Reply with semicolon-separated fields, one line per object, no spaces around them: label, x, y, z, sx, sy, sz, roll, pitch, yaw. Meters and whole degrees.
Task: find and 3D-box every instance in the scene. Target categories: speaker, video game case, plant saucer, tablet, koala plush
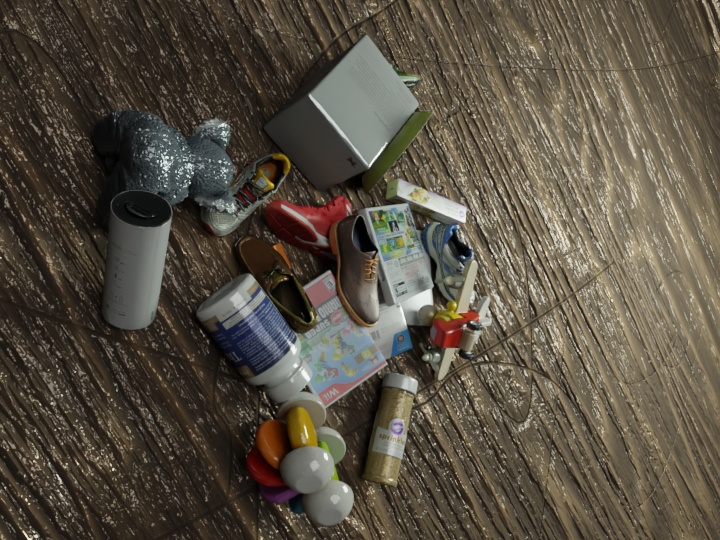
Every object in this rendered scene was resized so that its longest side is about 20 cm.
speaker;-0.317;-0.011;0.896;0.080;0.201;0.082;14;39;-11
video game case;0.073;-0.037;1.238;0.200;0.022;0.184;-17;89;-61
plant saucer;0.062;-0.233;1.227;0.031;0.200;0.201;39;60;-6
tablet;0.100;0.013;1.319;0.129;0.014;0.202;4;80;-36
video game case;-0.062;0.122;1.129;0.142;0.017;0.201;-33;95;-12
koala plush;-0.279;-0.156;0.971;0.199;0.183;0.179;-1;82;-40

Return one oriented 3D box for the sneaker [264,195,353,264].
sneaker;-0.087;-0.101;1.176;0.200;0.078;0.116;36;53;-39

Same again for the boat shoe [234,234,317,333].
boat shoe;-0.139;0.016;1.078;0.072;0.068;0.200;-41;88;-14

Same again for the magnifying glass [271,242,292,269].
magnifying glass;-0.114;0.046;1.150;0.079;0.022;0.201;-29;98;-36

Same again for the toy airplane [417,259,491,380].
toy airplane;0.186;0.101;1.291;0.200;0.140;0.201;78;34;-57

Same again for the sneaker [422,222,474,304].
sneaker;0.203;-0.010;1.347;0.077;0.085;0.201;-41;113;-37

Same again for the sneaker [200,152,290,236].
sneaker;-0.195;-0.139;1.085;0.078;0.082;0.200;48;59;-20

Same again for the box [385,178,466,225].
box;0.143;-0.143;1.361;0.199;0.041;0.039;18;72;-34

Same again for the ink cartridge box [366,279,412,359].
ink cartridge box;0.013;0.070;1.209;0.115;0.068;0.202;-17;92;-37

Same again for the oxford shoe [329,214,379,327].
oxford shoe;0.000;0.000;1.121;0.071;0.073;0.202;-12;83;-41

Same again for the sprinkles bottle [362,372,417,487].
sprinkles bottle;0.057;0.299;1.201;0.068;0.068;0.202;25;68;-30

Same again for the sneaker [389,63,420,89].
sneaker;0.044;-0.415;1.323;0.199;0.077;0.089;-7;77;-39

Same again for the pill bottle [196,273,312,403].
pill bottle;-0.167;0.115;1.042;0.111;0.111;0.201;-44;107;-33

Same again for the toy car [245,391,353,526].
toy car;-0.104;0.316;1.035;0.149;0.175;0.201;-23;121;3

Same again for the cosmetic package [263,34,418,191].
cosmetic package;-0.033;-0.287;1.178;0.167;0.167;0.201;48;57;-20
